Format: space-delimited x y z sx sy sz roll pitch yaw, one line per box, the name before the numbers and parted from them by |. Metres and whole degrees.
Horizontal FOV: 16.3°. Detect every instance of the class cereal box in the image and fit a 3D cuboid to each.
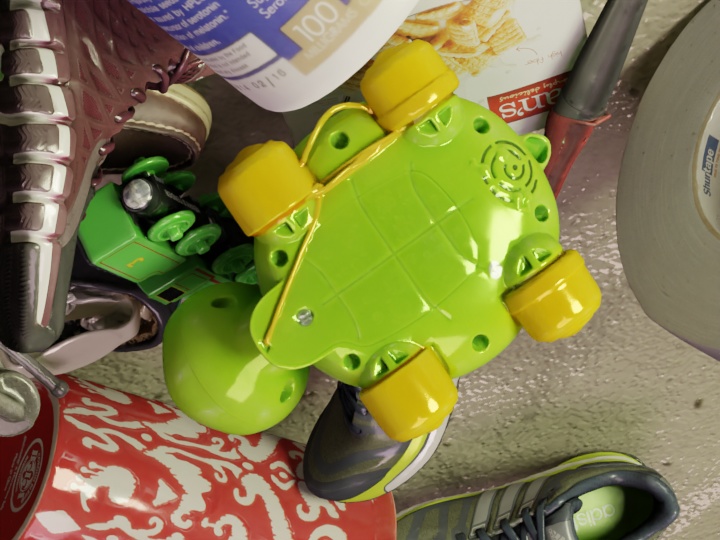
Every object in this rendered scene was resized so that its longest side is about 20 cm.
cereal box | 0.022 -0.124 1.099 0.143 0.040 0.200 -15 141 5

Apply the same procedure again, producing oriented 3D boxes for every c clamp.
c clamp | -0.179 0.021 1.071 0.171 0.200 0.027 38 92 -17

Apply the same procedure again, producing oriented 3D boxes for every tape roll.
tape roll | 0.207 -0.046 1.113 0.066 0.201 0.200 26 129 -35

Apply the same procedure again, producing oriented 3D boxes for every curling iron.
curling iron | 0.096 -0.063 1.131 0.026 0.050 0.200 23 124 -4

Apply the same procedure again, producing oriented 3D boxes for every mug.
mug | -0.098 0.148 1.305 0.200 0.178 0.133 23 137 -30

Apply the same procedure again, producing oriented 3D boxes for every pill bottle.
pill bottle | -0.070 -0.163 0.940 0.200 0.120 0.120 38 123 -22

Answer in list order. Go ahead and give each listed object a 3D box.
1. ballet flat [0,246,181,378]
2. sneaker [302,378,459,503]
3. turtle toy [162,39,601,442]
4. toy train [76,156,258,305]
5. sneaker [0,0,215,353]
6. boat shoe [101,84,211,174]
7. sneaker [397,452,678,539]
ballet flat | -0.182 0.023 1.206 0.199 0.073 0.073 -6 141 -7
sneaker | 0.010 0.034 1.250 0.081 0.074 0.200 6 124 -33
turtle toy | 0.000 0.000 1.101 0.200 0.146 0.101 -34 -177 -3
toy train | -0.075 -0.007 1.168 0.056 0.042 0.200 -31 160 11
sneaker | -0.099 -0.066 1.049 0.115 0.076 0.201 -1 97 -29
boat shoe | -0.164 -0.053 1.104 0.199 0.072 0.072 5 152 -18
sneaker | 0.084 0.147 1.378 0.200 0.074 0.081 -23 178 -17
